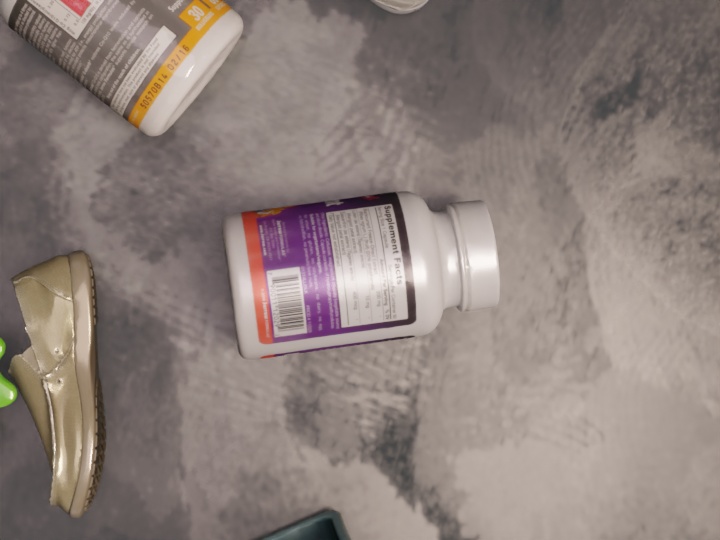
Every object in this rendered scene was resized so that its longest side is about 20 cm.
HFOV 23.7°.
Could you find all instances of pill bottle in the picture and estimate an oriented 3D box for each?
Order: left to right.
[{"bbox_3d":[-0.195,-0.202,1.275,0.200,0.116,0.117,39,87,-4],"label":"pill bottle"},{"bbox_3d":[0.000,0.000,1.293,0.199,0.111,0.112,-7,91,-5],"label":"pill bottle"}]

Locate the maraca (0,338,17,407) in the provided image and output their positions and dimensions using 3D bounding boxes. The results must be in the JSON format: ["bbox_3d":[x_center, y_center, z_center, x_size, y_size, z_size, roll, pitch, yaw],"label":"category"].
[{"bbox_3d":[-0.353,0.069,1.264,0.199,0.107,0.138,27,97,-3],"label":"maraca"}]

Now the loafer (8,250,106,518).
[{"bbox_3d":[-0.230,0.086,1.296,0.068,0.076,0.201,-2,81,-3],"label":"loafer"}]

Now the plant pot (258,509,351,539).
[{"bbox_3d":[-0.057,0.325,1.256,0.195,0.196,0.201,-23,102,-4],"label":"plant pot"}]

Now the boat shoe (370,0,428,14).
[{"bbox_3d":[-0.029,-0.263,1.311,0.199,0.070,0.071,33,88,-4],"label":"boat shoe"}]
